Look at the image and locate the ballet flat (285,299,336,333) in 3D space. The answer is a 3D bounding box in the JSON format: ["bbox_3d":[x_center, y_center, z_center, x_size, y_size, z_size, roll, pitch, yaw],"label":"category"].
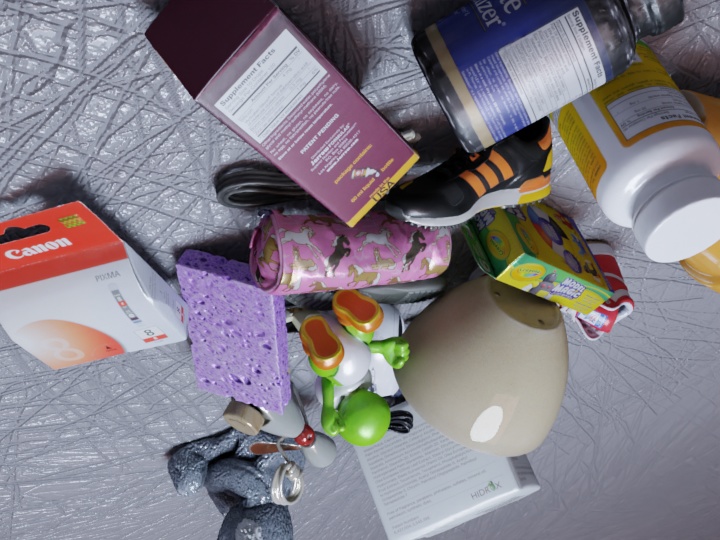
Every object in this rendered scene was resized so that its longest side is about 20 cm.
[{"bbox_3d":[-0.076,0.053,0.946,0.198,0.073,0.073,-5,143,-18],"label":"ballet flat"}]

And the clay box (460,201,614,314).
[{"bbox_3d":[0.184,-0.030,0.910,0.199,0.116,0.048,20,129,-42],"label":"clay box"}]

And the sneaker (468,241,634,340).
[{"bbox_3d":[0.235,0.029,1.013,0.198,0.113,0.072,-8,145,-15],"label":"sneaker"}]

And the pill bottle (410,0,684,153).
[{"bbox_3d":[0.151,-0.189,0.687,0.199,0.113,0.112,-28,144,12],"label":"pill bottle"}]

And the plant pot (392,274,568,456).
[{"bbox_3d":[0.152,0.083,0.933,0.199,0.201,0.135,5,128,-29],"label":"plant pot"}]

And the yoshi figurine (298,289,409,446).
[{"bbox_3d":[-0.005,0.118,0.888,0.111,0.113,0.201,1,144,4],"label":"yoshi figurine"}]

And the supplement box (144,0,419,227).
[{"bbox_3d":[-0.055,-0.134,0.655,0.086,0.111,0.200,-45,139,7],"label":"supplement box"}]

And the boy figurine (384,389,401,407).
[{"bbox_3d":[0.094,0.105,1.095,0.199,0.065,0.124,-34,142,19],"label":"boy figurine"}]

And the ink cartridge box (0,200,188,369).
[{"bbox_3d":[-0.279,0.023,0.805,0.161,0.051,0.200,-13,149,13],"label":"ink cartridge box"}]

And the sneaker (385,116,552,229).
[{"bbox_3d":[0.106,-0.102,0.805,0.199,0.070,0.091,-15,120,-32],"label":"sneaker"}]

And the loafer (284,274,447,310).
[{"bbox_3d":[0.000,0.000,0.914,0.198,0.070,0.075,0,162,-30],"label":"loafer"}]

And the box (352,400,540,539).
[{"bbox_3d":[0.122,0.267,1.193,0.199,0.173,0.199,-26,160,12],"label":"box"}]

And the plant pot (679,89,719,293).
[{"bbox_3d":[0.368,-0.090,0.867,0.182,0.201,0.200,22,131,-21],"label":"plant pot"}]

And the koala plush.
[{"bbox_3d":[-0.147,0.337,1.178,0.182,0.201,0.178,-24,144,8],"label":"koala plush"}]

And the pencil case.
[{"bbox_3d":[-0.007,-0.024,0.828,0.198,0.087,0.083,-4,170,-25],"label":"pencil case"}]

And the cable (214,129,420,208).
[{"bbox_3d":[-0.037,-0.093,0.813,0.198,0.051,0.097,-7,162,5],"label":"cable"}]

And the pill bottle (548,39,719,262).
[{"bbox_3d":[0.251,-0.110,0.759,0.110,0.201,0.112,-12,144,-8],"label":"pill bottle"}]

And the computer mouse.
[{"bbox_3d":[0.014,0.130,1.049,0.108,0.044,0.202,3,121,6],"label":"computer mouse"}]

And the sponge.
[{"bbox_3d":[-0.132,0.070,0.904,0.111,0.030,0.201,16,136,15],"label":"sponge"}]

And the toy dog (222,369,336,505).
[{"bbox_3d":[-0.116,0.188,1.079,0.132,0.096,0.201,-40,124,-37],"label":"toy dog"}]
